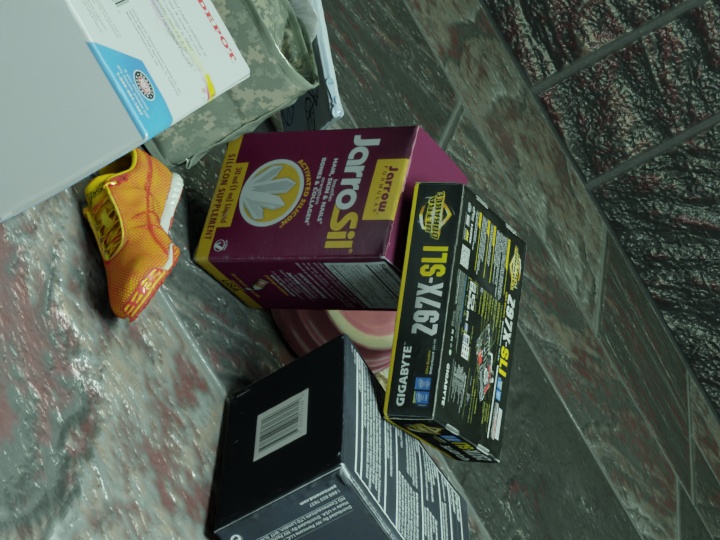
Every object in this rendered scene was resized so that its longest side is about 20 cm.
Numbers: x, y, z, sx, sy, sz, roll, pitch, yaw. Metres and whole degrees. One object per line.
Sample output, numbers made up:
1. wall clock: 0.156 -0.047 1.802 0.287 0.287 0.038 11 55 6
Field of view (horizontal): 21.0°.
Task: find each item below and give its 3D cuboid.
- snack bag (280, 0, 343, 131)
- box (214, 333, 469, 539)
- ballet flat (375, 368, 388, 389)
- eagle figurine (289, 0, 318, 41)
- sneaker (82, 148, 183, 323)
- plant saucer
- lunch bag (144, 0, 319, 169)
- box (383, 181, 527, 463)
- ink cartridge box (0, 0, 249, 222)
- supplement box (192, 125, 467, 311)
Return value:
1. snack bag: -0.059 -0.223 1.997 0.200 0.021 0.189 144 -62 -71
2. box: -0.010 0.195 1.525 0.199 0.123 0.200 54 16 -22
3. ballet flat: 0.002 0.059 1.901 0.200 0.065 0.071 57 17 -16
4. eagle figurine: -0.126 -0.278 1.962 0.151 0.152 0.200 35 30 -17
5. sneaker: -0.183 -0.028 1.493 0.077 0.073 0.200 31 23 -23
6. plant saucer: 0.000 0.000 1.825 0.200 0.051 0.201 4 84 -42
7. lunch bag: -0.144 -0.205 1.696 0.200 0.164 0.118 62 19 -1
8. box: 0.081 0.045 1.608 0.160 0.049 0.200 37 58 -62
9. ink cartridge box: -0.203 -0.152 1.404 0.147 0.146 0.200 60 25 -7
10. supplement box: -0.026 -0.043 1.675 0.103 0.200 0.131 44 53 -49
